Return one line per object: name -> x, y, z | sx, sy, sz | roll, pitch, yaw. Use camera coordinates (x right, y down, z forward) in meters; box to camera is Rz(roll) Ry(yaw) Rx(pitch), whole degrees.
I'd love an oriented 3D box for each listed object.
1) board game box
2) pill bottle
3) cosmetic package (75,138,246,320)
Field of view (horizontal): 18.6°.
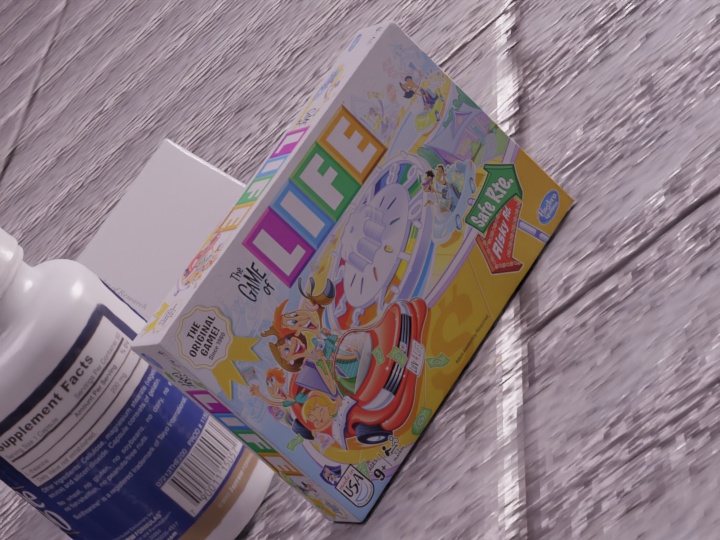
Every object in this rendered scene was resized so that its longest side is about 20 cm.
board game box -> 0.000, 0.000, 1.046 | 0.200, 0.134, 0.034 | -56, 21, -21
pill bottle -> -0.148, 0.066, 1.125 | 0.111, 0.200, 0.111 | -40, 20, 18
cosmetic package -> -0.146, 0.031, 1.331 | 0.200, 0.071, 0.101 | -57, -5, -26
